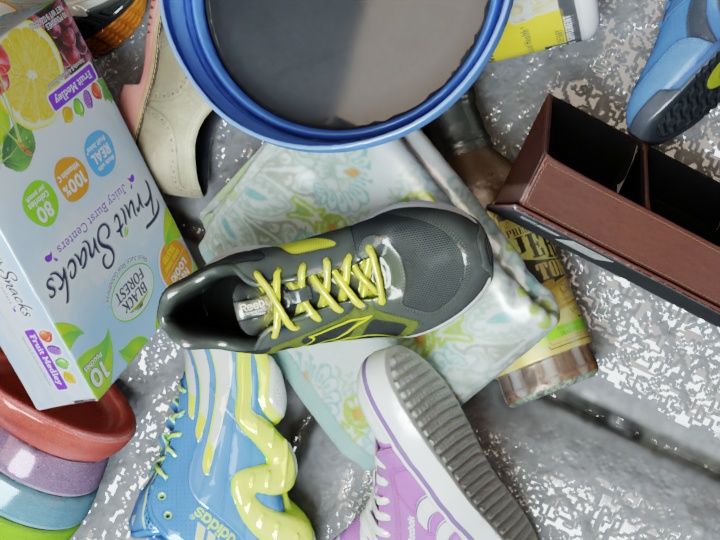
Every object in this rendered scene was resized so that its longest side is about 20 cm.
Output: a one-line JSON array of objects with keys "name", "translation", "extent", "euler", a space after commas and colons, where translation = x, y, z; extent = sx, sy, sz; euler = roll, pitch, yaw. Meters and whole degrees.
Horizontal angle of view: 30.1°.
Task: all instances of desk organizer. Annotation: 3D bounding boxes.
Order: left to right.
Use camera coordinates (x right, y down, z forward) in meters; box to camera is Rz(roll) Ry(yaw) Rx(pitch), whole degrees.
[{"name": "desk organizer", "translation": [0.182, -0.025, 0.757], "extent": [0.200, 0.072, 0.077], "euler": [26, 89, -7]}]

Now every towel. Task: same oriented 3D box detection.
[{"name": "towel", "translation": [0.000, 0.000, 0.798], "extent": [0.200, 0.048, 0.171], "euler": [52, 129, 10]}]

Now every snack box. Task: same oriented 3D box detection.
[{"name": "snack box", "translation": [-0.182, -0.041, 0.785], "extent": [0.053, 0.142, 0.200], "euler": [-10, 116, 29]}]

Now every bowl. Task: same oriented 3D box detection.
[{"name": "bowl", "translation": [-0.012, -0.162, 0.736], "extent": [0.201, 0.039, 0.201], "euler": [-1, 86, 14]}]

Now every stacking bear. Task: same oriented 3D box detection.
[{"name": "stacking bear", "translation": [-0.239, 0.151, 0.851], "extent": [0.114, 0.121, 0.200], "euler": [35, 103, 8]}]

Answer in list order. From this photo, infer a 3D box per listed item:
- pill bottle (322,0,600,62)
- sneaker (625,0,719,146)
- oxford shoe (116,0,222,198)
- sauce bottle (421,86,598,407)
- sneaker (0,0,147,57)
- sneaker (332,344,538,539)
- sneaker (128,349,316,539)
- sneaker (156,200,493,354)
[{"name": "pill bottle", "translation": [0.036, -0.173, 0.804], "extent": [0.200, 0.112, 0.112], "euler": [-12, 85, 11]}, {"name": "sneaker", "translation": [0.213, -0.166, 0.796], "extent": [0.078, 0.066, 0.200], "euler": [40, 95, 24]}, {"name": "oxford shoe", "translation": [-0.098, -0.143, 0.857], "extent": [0.075, 0.070, 0.200], "euler": [20, 102, 9]}, {"name": "sauce bottle", "translation": [0.081, -0.020, 0.810], "extent": [0.065, 0.065, 0.200], "euler": [-22, 84, 10]}, {"name": "sneaker", "translation": [-0.241, -0.177, 0.885], "extent": [0.200, 0.076, 0.092], "euler": [-15, 80, 10]}, {"name": "sneaker", "translation": [0.020, 0.135, 0.771], "extent": [0.114, 0.073, 0.200], "euler": [-19, 122, 19]}, {"name": "sneaker", "translation": [-0.096, 0.110, 0.816], "extent": [0.105, 0.076, 0.200], "euler": [-15, 84, -29]}, {"name": "sneaker", "translation": [-0.023, 0.015, 0.733], "extent": [0.200, 0.085, 0.074], "euler": [-14, 96, 29]}]
